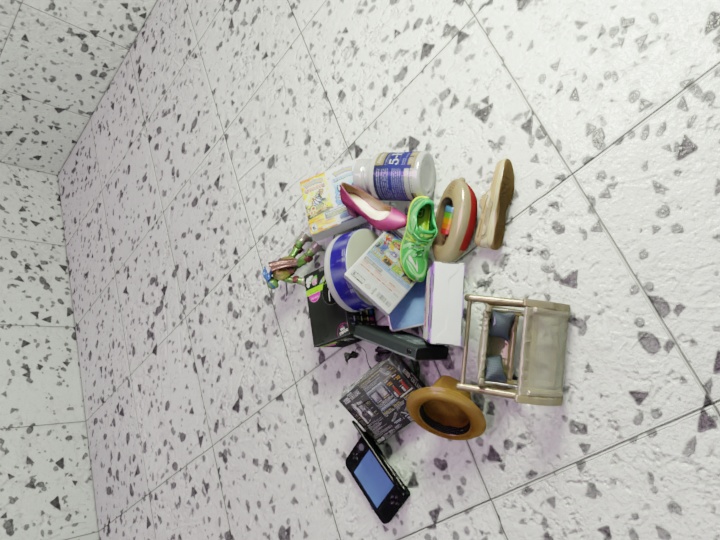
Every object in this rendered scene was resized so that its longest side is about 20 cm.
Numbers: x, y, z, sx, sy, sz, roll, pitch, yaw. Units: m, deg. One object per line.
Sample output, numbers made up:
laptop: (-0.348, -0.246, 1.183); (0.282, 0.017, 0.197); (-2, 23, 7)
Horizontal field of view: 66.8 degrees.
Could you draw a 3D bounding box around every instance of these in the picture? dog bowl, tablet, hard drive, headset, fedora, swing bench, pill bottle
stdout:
dog bowl: (0.000, 0.000, 1.409); (0.077, 0.197, 0.207); (-14, 74, 38)
tablet: (0.117, 0.043, 1.374); (0.126, 0.014, 0.206); (-11, 73, 0)
hard drive: (0.098, 0.174, 1.334); (0.197, 0.137, 0.034); (16, 96, 42)
headset: (0.054, 0.242, 1.395); (0.195, 0.093, 0.128); (16, 94, 31)
fedora: (0.197, 0.301, 1.231); (0.197, 0.201, 0.083); (-18, 35, 38)
swing bench: (0.321, 0.162, 1.140); (0.196, 0.128, 0.206); (2, 85, 42)
pill bottle: (0.084, -0.240, 1.397); (0.195, 0.119, 0.124); (5, 87, 30)

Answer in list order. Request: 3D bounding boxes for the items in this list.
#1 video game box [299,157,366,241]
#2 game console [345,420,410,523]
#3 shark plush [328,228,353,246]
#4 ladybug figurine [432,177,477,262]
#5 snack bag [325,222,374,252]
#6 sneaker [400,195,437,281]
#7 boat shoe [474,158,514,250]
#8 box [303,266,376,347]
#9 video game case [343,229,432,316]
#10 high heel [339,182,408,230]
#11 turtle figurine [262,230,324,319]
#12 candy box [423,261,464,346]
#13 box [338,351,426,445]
video game box: (-0.060, -0.199, 1.518); (0.195, 0.047, 0.187); (-20, 60, 8)
game console: (0.023, 0.507, 1.371); (0.201, 0.115, 0.178); (48, 114, 36)
shark plush: (-0.063, -0.107, 1.548); (0.083, 0.088, 0.207); (161, 105, -70)
ladybug figurine: (0.226, -0.115, 1.287); (0.136, 0.070, 0.206); (-131, 51, -66)
snack bag: (-0.036, -0.124, 1.579); (0.196, 0.021, 0.195); (-4, 81, 42)
sneaker: (0.139, -0.076, 1.306); (0.083, 0.072, 0.207); (-162, 76, -77)
boat shoe: (0.300, -0.153, 1.243); (0.063, 0.070, 0.207); (13, 94, 41)
box: (-0.055, 0.095, 1.496); (0.146, 0.122, 0.206); (-23, 70, 39)
video game case: (0.070, -0.004, 1.335); (0.142, 0.200, 0.018); (40, 149, 7)
high heel: (0.032, -0.166, 1.380); (0.197, 0.097, 0.068); (25, 62, 36)
turtle figurine: (-0.188, -0.002, 1.667); (0.195, 0.199, 0.144); (-51, 21, -4)
candy box: (0.185, 0.078, 1.232); (0.069, 0.200, 0.174); (3, 85, 3)
box: (0.063, 0.318, 1.354); (0.158, 0.050, 0.200); (46, 119, -1)
